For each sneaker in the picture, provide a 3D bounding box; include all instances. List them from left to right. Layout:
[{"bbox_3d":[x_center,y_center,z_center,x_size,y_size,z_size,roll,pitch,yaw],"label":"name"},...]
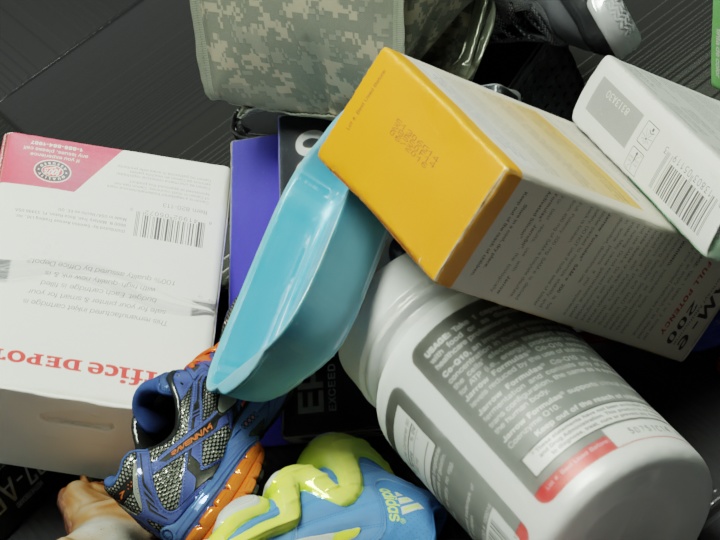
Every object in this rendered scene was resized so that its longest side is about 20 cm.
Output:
[{"bbox_3d":[-0.084,0.072,1.377,0.075,0.078,0.200,-53,12,37],"label":"sneaker"},{"bbox_3d":[-0.016,0.153,1.294,0.105,0.076,0.200,21,35,17],"label":"sneaker"},{"bbox_3d":[0.081,-0.150,1.480,0.114,0.076,0.200,-39,36,-5],"label":"sneaker"}]

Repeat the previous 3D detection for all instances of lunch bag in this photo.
[{"bbox_3d":[-0.013,-0.182,1.429,0.164,0.201,0.117,10,15,33],"label":"lunch bag"}]

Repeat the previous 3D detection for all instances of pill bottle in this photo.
[{"bbox_3d":[0.080,0.079,1.290,0.114,0.114,0.200,-35,49,-9],"label":"pill bottle"}]

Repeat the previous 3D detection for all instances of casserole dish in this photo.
[{"bbox_3d":[-0.022,-0.008,1.349,0.121,0.039,0.200,-38,26,51],"label":"casserole dish"}]

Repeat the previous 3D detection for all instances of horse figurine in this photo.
[{"bbox_3d":[-0.127,0.169,1.348,0.132,0.050,0.200,19,27,7],"label":"horse figurine"}]

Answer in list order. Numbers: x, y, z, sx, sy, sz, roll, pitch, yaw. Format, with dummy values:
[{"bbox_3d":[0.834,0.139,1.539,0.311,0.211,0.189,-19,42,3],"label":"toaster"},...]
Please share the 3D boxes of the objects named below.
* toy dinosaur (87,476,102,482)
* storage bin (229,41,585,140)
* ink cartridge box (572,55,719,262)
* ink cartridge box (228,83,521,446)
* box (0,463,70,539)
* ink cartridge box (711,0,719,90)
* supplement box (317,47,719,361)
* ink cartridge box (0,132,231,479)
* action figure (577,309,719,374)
[{"bbox_3d":[-0.164,0.186,1.409,0.088,0.048,0.200,-16,36,-11],"label":"toy dinosaur"},{"bbox_3d":[0.035,-0.093,1.575,0.200,0.094,0.135,6,48,39],"label":"storage bin"},{"bbox_3d":[0.230,-0.037,1.338,0.050,0.200,0.161,-60,33,16],"label":"ink cartridge box"},{"bbox_3d":[0.000,0.000,1.450,0.199,0.043,0.199,-8,75,27],"label":"ink cartridge box"},{"bbox_3d":[-0.269,0.122,1.556,0.200,0.044,0.160,-45,39,-21],"label":"box"},{"bbox_3d":[0.314,-0.123,1.395,0.144,0.084,0.200,-15,30,-26],"label":"ink cartridge box"},{"bbox_3d":[0.092,-0.032,1.298,0.074,0.200,0.126,-58,44,16],"label":"supplement box"},{"bbox_3d":[-0.162,0.023,1.501,0.146,0.083,0.200,10,49,-6],"label":"ink cartridge box"},{"bbox_3d":[0.205,0.022,1.361,0.200,0.052,0.066,-8,45,34],"label":"action figure"}]
